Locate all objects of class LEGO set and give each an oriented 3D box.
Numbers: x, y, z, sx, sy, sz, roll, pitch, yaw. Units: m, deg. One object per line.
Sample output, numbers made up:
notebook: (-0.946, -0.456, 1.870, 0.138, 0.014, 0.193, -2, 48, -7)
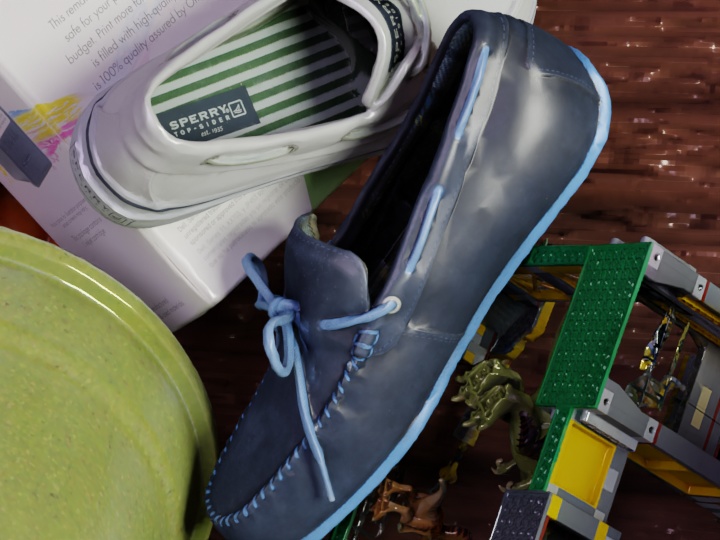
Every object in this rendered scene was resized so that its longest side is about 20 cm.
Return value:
LEGO set: (0.073, 0.082, 0.792, 0.154, 0.116, 0.201, -13, 53, 49)

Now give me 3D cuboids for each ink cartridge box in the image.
ink cartridge box: (-0.093, -0.089, 0.837, 0.200, 0.067, 0.117, 49, 61, -7)

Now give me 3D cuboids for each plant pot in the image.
plant pot: (-0.148, 0.115, 0.749, 0.200, 0.201, 0.184, -25, 29, 14)

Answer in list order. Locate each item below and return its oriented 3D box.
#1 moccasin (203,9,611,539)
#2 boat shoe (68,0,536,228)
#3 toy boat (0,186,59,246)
moccasin: (0.000, 0.000, 0.785, 0.200, 0.068, 0.080, -58, 31, 1)
boat shoe: (-0.004, -0.070, 0.800, 0.200, 0.067, 0.074, -34, 93, -31)
toy boat: (-0.135, -0.008, 0.894, 0.130, 0.131, 0.201, 0, 74, -7)
